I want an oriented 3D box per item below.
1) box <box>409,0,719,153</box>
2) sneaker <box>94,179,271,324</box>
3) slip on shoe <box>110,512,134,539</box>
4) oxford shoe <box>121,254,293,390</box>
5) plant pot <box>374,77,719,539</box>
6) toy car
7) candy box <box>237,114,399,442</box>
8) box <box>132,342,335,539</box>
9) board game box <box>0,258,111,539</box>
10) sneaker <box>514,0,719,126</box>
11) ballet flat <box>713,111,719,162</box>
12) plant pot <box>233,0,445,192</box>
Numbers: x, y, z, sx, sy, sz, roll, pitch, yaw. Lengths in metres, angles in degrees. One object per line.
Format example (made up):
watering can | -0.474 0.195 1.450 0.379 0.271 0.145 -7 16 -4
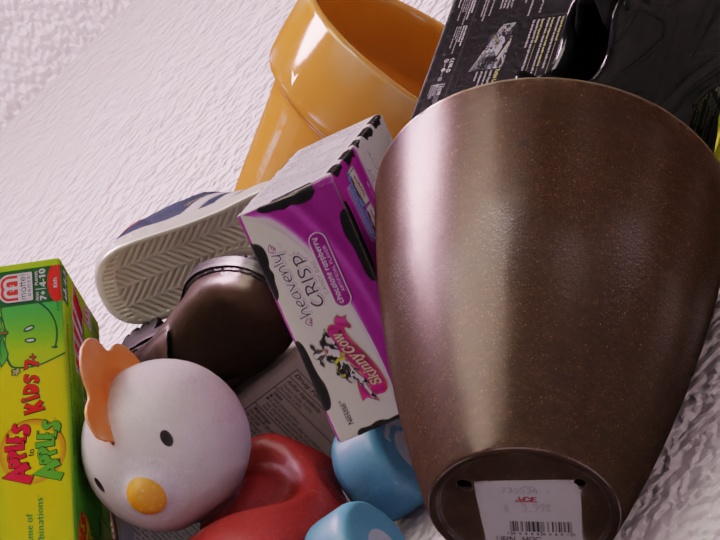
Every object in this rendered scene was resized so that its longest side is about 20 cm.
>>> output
box | 0.127 -0.104 1.596 0.163 0.086 0.200 -6 45 29
sneaker | -0.063 -0.025 1.690 0.199 0.075 0.085 -11 16 6
slip on shoe | -0.176 0.190 1.633 0.076 0.061 0.201 -25 59 30
oxford shoe | -0.094 0.057 1.605 0.200 0.073 0.085 -43 15 51
plant pot | 0.089 0.041 1.368 0.187 0.187 0.201 -33 34 36
toy car | -0.094 0.124 1.523 0.184 0.200 0.177 -37 18 27
candy box | 0.000 0.000 1.541 0.061 0.137 0.200 -22 8 13
box | -0.071 0.113 1.689 0.200 0.095 0.078 -36 18 23
board game box | -0.175 0.107 1.566 0.047 0.102 0.201 -8 67 5
sneaker | 0.160 -0.129 1.451 0.200 0.091 0.076 -48 25 -19
ballet flat | 0.218 -0.065 1.490 0.067 0.067 0.200 -61 5 26
plant pot | 0.005 -0.056 1.778 0.184 0.200 0.200 -57 12 19
